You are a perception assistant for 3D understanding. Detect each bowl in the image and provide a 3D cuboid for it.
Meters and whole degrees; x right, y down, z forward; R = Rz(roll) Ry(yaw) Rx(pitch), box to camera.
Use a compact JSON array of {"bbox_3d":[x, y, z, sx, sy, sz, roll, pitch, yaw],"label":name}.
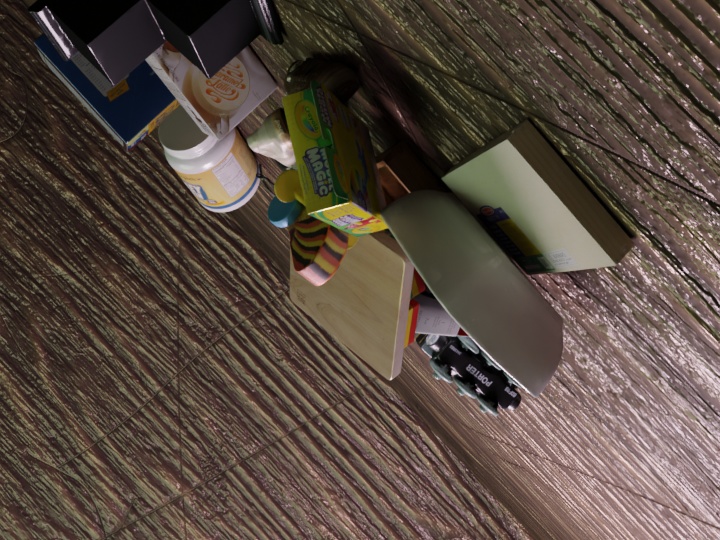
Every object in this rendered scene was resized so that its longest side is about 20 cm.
[{"bbox_3d":[0.120,0.009,0.879,0.200,0.075,0.200,41,-169,-36],"label":"bowl"}]

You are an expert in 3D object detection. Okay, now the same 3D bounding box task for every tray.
[{"bbox_3d":[0.047,-0.093,1.043,0.099,0.037,0.200,48,170,-8],"label":"tray"}]

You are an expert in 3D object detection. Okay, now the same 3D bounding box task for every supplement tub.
[{"bbox_3d":[-0.290,-0.222,1.691,0.144,0.145,0.201,40,169,32],"label":"supplement tub"}]

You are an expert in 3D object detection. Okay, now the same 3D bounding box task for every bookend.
[{"bbox_3d":[-0.227,-0.278,0.987,0.200,0.199,0.092,41,168,22],"label":"bookend"}]

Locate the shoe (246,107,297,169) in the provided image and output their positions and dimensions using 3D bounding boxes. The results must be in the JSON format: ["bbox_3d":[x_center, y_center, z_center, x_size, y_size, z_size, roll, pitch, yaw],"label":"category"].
[{"bbox_3d":[-0.084,-0.165,1.100,0.071,0.053,0.200,60,-165,6],"label":"shoe"}]

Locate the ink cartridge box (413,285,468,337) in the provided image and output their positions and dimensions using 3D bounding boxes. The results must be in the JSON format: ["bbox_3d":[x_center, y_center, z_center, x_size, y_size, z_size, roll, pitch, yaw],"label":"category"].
[{"bbox_3d":[0.088,0.036,1.272,0.171,0.044,0.200,8,-162,-34],"label":"ink cartridge box"}]

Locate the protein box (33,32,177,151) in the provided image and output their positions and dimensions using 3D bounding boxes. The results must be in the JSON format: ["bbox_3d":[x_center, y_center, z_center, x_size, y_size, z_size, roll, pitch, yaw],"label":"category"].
[{"bbox_3d":[-0.367,-0.334,1.388,0.200,0.198,0.135,48,171,-12],"label":"protein box"}]

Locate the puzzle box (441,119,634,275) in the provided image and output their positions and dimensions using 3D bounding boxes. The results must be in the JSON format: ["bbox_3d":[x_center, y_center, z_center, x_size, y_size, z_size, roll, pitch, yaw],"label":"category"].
[{"bbox_3d":[0.147,-0.056,0.773,0.133,0.025,0.200,47,171,-5],"label":"puzzle box"}]

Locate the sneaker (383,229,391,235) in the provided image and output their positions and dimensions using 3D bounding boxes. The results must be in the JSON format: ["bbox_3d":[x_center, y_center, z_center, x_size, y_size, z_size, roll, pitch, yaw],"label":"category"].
[{"bbox_3d":[0.005,-0.039,1.236,0.198,0.078,0.080,27,-175,-10],"label":"sneaker"}]

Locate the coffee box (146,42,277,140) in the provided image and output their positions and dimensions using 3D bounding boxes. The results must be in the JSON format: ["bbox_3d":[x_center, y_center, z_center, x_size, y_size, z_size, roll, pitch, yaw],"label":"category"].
[{"bbox_3d":[-0.219,-0.291,1.169,0.201,0.114,0.080,53,169,-31],"label":"coffee box"}]

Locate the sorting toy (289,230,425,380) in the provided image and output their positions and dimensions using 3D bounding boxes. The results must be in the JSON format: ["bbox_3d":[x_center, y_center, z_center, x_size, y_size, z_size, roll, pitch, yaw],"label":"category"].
[{"bbox_3d":[0.000,0.000,1.114,0.199,0.069,0.201,36,140,31],"label":"sorting toy"}]

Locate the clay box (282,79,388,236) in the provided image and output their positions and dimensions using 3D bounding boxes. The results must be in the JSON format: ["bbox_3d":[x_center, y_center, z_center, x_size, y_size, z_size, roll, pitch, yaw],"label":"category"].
[{"bbox_3d":[-0.024,-0.105,0.869,0.200,0.047,0.117,18,-122,-73],"label":"clay box"}]

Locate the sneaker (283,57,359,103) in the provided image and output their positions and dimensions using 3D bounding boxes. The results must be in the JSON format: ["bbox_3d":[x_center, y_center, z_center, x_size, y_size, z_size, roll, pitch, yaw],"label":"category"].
[{"bbox_3d":[-0.056,-0.197,0.961,0.076,0.070,0.200,51,170,-3],"label":"sneaker"}]

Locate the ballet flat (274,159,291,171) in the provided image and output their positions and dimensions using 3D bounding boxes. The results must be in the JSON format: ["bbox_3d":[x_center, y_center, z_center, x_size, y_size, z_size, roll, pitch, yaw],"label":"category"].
[{"bbox_3d":[-0.066,-0.155,1.289,0.199,0.066,0.058,39,129,35],"label":"ballet flat"}]

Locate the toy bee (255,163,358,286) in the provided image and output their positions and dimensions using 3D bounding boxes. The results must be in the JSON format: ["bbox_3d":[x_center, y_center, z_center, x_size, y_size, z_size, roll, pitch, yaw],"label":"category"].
[{"bbox_3d":[-0.054,-0.085,0.983,0.201,0.108,0.130,56,-165,26],"label":"toy bee"}]

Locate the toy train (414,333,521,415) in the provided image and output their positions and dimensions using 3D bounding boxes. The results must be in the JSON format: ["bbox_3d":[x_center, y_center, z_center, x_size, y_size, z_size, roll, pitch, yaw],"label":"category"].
[{"bbox_3d":[0.164,0.138,1.329,0.199,0.085,0.114,37,-171,-27],"label":"toy train"}]
